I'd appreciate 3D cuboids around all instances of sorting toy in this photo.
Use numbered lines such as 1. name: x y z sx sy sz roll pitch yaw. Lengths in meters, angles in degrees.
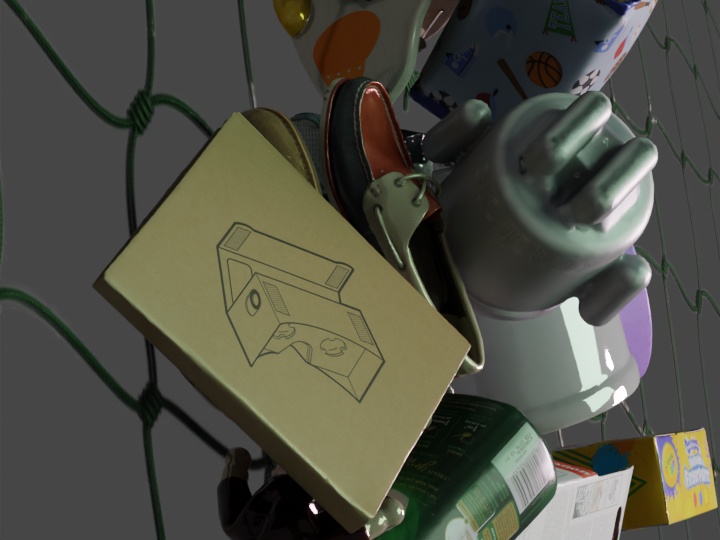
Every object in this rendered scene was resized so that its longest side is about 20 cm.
1. sorting toy: 0.046 -0.216 1.470 0.107 0.180 0.200 48 26 -9

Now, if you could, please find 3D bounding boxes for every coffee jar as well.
1. coffee jar: 0.026 0.165 1.276 0.200 0.104 0.086 -45 125 -35

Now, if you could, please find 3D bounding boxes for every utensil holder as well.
1. utensil holder: 0.099 0.008 1.559 0.170 0.169 0.201 -43 119 -67

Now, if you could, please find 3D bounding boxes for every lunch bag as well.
1. lunch bag: 0.142 -0.193 1.471 0.124 0.170 0.200 39 43 6

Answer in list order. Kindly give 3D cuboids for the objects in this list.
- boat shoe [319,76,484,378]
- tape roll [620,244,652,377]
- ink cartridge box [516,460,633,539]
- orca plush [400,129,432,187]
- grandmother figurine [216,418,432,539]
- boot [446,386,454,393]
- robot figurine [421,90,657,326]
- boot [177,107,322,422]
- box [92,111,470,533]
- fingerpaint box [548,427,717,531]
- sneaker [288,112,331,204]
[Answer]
1. boat shoe: 0.027 -0.026 1.319 0.071 0.062 0.201 -15 92 -51
2. tape roll: 0.162 0.007 1.731 0.200 0.065 0.201 161 -90 -75
3. ink cartridge box: 0.119 0.188 1.457 0.200 0.050 0.110 -3 105 -60
4. orca plush: 0.000 0.000 1.424 0.105 0.071 0.201 -41 140 -56
5. grandmother figurine: -0.031 0.134 1.214 0.200 0.121 0.061 -48 129 -40
6. boot: 0.041 0.140 1.409 0.074 0.095 0.201 -112 179 -56
7. robot figurine: 0.111 -0.038 1.351 0.170 0.200 0.113 48 60 4
8. boot: -0.070 -0.013 1.246 0.075 0.073 0.201 33 51 -51
9. box: -0.039 0.027 1.193 0.200 0.021 0.164 45 43 -11
10. fingerpaint box: 0.186 0.176 1.713 0.200 0.166 0.074 7 74 -70
11. sneaker: -0.032 -0.011 1.332 0.086 0.077 0.201 32 50 -60
